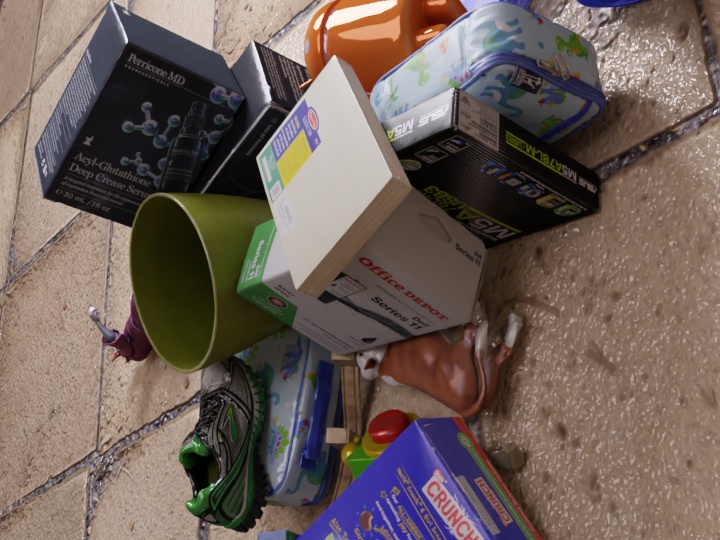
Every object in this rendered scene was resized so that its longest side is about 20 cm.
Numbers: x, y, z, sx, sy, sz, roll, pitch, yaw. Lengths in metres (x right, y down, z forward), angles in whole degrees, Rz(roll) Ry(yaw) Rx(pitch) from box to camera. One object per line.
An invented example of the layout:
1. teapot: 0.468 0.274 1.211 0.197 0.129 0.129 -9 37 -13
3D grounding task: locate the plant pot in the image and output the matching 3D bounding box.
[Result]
1. plant pot: -0.122 -0.002 1.101 0.186 0.198 0.190 17 113 48

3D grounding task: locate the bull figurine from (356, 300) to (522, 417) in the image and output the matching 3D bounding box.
1. bull figurine: 0.072 0.074 0.992 0.199 0.065 0.123 23 90 53

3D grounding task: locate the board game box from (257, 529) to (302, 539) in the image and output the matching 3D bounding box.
1. board game box: -0.052 0.363 0.961 0.034 0.135 0.203 -13 62 22

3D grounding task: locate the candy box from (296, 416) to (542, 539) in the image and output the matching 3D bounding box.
1. candy box: 0.053 0.255 0.889 0.200 0.076 0.170 -49 60 29

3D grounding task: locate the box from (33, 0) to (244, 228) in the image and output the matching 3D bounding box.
1. box: -0.247 -0.161 1.113 0.201 0.147 0.107 -55 38 20

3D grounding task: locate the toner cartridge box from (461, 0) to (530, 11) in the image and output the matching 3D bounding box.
1. toner cartridge box: 0.128 -0.273 1.098 0.095 0.043 0.202 31 99 54

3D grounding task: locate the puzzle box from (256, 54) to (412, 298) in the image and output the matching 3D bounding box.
1. puzzle box: -0.030 -0.088 0.896 0.133 0.025 0.201 -49 38 24

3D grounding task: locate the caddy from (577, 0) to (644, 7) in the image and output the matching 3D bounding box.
1. caddy: 0.241 -0.319 0.894 0.199 0.140 0.107 -8 73 50

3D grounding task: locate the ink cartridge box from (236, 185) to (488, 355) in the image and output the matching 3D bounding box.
1. ink cartridge box: 0.000 0.000 0.958 0.199 0.146 0.084 -20 45 47

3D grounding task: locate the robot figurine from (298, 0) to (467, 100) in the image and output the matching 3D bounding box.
1. robot figurine: 0.022 -0.235 1.062 0.198 0.116 0.146 -2 104 35

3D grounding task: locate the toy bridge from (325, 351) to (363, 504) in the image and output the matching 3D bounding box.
1. toy bridge: -0.016 0.178 1.057 0.027 0.067 0.203 0 72 15

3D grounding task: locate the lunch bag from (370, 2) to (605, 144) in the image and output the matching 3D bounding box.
1. lunch bag: 0.119 -0.157 0.949 0.199 0.159 0.084 -29 57 45

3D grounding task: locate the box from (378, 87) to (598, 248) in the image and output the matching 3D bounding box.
1. box: 0.086 -0.080 0.933 0.192 0.198 0.048 -20 56 45

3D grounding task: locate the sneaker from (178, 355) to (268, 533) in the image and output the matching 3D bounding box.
1. sneaker: -0.150 0.174 1.081 0.078 0.085 0.202 -37 47 32

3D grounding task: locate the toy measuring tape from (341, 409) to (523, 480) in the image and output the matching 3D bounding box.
1. toy measuring tape: 0.069 0.166 0.969 0.198 0.073 0.075 -11 65 31

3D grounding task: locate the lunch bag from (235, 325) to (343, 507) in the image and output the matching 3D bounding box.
1. lunch bag: -0.087 0.163 1.142 0.160 0.082 0.203 -11 65 50

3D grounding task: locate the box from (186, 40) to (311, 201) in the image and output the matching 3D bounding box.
1. box: -0.092 -0.126 1.185 0.200 0.195 0.125 -46 41 28

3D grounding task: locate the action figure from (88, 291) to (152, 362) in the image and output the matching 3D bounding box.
1. action figure: -0.309 0.075 1.484 0.148 0.134 0.201 37 125 9
